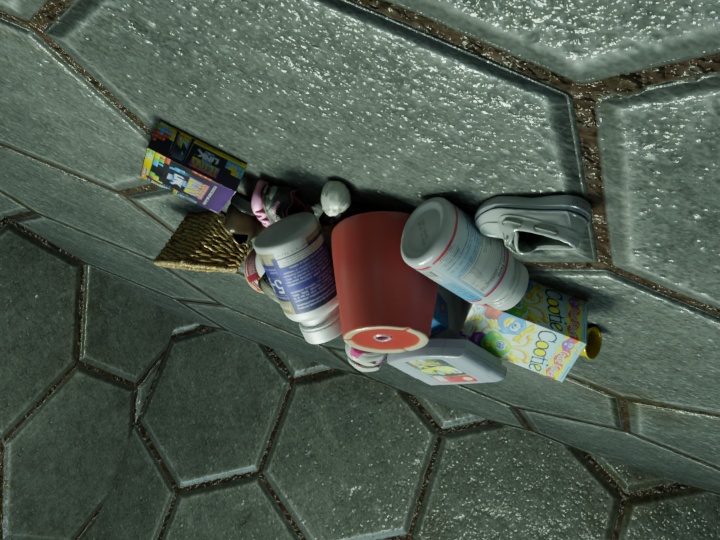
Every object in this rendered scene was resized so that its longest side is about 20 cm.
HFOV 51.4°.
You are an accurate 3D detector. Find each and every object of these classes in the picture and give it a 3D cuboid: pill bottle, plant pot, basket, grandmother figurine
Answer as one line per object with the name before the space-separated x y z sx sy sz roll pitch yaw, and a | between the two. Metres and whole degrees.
pill bottle | -0.092 0.017 1.280 0.118 0.119 0.204 4 125 48
pill bottle | -0.185 -0.014 1.635 0.111 0.116 0.199 24 166 -15
plant pot | 0.042 0.028 1.216 0.194 0.182 0.201 2 158 1
basket | -0.352 -0.031 1.696 0.143 0.151 0.198 45 155 -29
grandmother figurine | -0.017 -0.086 1.255 0.118 0.062 0.200 -13 152 14
pill bottle | 0.161 -0.018 1.127 0.198 0.111 0.108 30 163 -32

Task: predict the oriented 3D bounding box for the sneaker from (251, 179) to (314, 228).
sneaker | -0.121 -0.083 1.350 0.093 0.081 0.201 -2 146 19

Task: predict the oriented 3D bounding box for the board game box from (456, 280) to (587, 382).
board game box | 0.276 0.088 1.280 0.195 0.104 0.106 20 132 2

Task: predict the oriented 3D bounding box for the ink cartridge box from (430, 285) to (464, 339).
ink cartridge box | 0.159 0.082 1.381 0.083 0.148 0.198 -32 133 32

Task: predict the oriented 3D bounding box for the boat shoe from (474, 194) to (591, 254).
boat shoe | 0.215 -0.056 0.993 0.072 0.068 0.199 27 165 -24

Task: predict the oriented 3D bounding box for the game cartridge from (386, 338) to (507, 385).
game cartridge | 0.143 0.162 1.319 0.132 0.042 0.198 34 151 -30

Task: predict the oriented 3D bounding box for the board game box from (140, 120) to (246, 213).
board game box | -0.303 -0.176 1.333 0.162 0.058 0.199 27 165 -15

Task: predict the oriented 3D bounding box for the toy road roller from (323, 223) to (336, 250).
toy road roller | 0.000 0.000 1.423 0.142 0.126 0.200 -4 156 28

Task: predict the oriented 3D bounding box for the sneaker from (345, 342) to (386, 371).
sneaker | 0.015 0.154 1.418 0.080 0.090 0.199 29 -170 15

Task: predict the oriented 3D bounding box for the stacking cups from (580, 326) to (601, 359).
stacking cups | 0.370 0.131 1.462 0.060 0.062 0.197 31 163 -37

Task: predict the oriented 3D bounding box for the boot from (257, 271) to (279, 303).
boot | -0.089 0.015 1.492 0.200 0.156 0.074 29 -159 -6

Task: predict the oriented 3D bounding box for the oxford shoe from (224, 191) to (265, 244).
oxford shoe | -0.213 -0.093 1.406 0.072 0.086 0.200 29 -176 11
